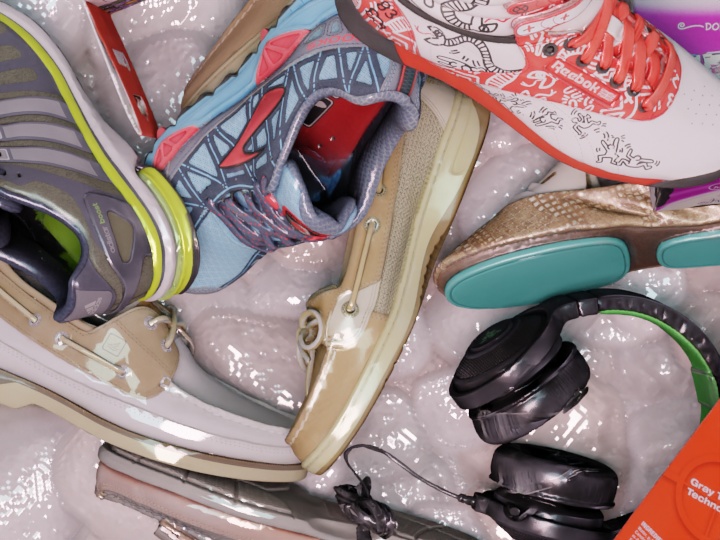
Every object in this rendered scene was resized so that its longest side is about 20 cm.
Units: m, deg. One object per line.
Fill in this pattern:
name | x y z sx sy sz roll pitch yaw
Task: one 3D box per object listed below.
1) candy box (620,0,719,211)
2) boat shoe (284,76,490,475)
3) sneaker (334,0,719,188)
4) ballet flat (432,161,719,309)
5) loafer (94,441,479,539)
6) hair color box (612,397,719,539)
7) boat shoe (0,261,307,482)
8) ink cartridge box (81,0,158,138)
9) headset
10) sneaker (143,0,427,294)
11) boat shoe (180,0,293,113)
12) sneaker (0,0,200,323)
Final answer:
candy box | 0.191 -0.136 1.326 0.136 0.061 0.200 -6 74 1
boat shoe | 0.001 -0.001 1.343 0.063 0.073 0.201 23 80 -3
sneaker | 0.092 -0.102 1.212 0.201 0.108 0.067 25 69 -8
ballet flat | 0.131 -0.029 1.365 0.200 0.071 0.065 -9 66 -2
loafer | -0.038 0.137 1.363 0.200 0.072 0.063 16 99 -3
hair color box | 0.168 0.123 1.299 0.061 0.101 0.200 44 121 20
boat shoe | -0.113 0.046 1.356 0.200 0.075 0.069 19 95 -1
ink cartridge box | -0.116 -0.164 1.331 0.050 0.109 0.200 -21 92 1
headset | 0.085 0.083 1.340 0.200 0.094 0.124 -16 100 -8
sneaker | -0.039 -0.047 1.307 0.079 0.096 0.200 18 130 -28
boat shoe | -0.014 -0.138 1.359 0.200 0.071 0.065 -41 56 9
sneaker | -0.165 -0.056 1.328 0.200 0.081 0.074 44 132 15
